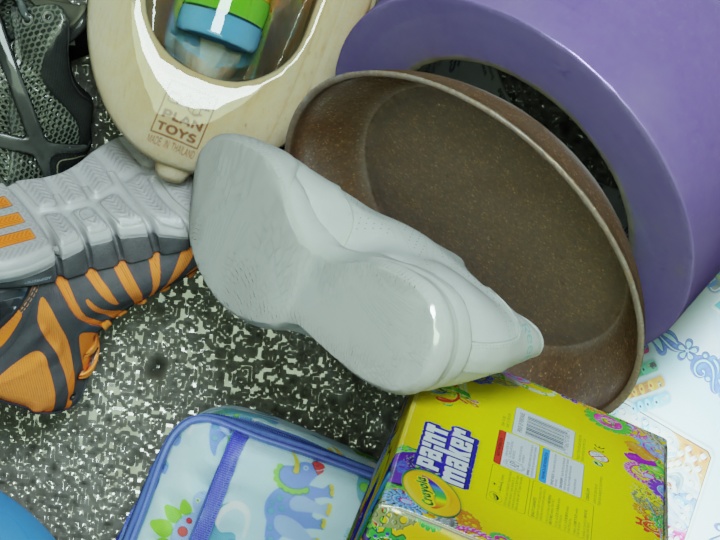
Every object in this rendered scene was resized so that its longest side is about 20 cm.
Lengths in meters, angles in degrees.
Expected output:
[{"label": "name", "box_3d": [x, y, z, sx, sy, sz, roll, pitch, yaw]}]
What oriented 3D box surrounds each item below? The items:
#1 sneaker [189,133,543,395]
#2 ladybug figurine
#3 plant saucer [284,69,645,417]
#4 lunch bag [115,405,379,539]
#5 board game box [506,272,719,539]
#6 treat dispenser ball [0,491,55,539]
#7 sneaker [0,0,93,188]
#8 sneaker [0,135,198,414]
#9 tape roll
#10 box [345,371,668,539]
[{"label": "sneaker", "box_3d": [0.000, 0.000, 1.146, 0.088, 0.200, 0.075, 0, 117, -41]}, {"label": "ladybug figurine", "box_3d": [-0.063, -0.137, 1.233, 0.135, 0.072, 0.200, 23, 83, -6]}, {"label": "plant saucer", "box_3d": [0.054, -0.016, 1.161, 0.200, 0.200, 0.037, 46, 57, -2]}, {"label": "lunch bag", "box_3d": [-0.055, 0.176, 1.252, 0.160, 0.082, 0.200, 24, 91, 1]}, {"label": "board game box", "box_3d": [0.157, 0.111, 1.228, 0.199, 0.043, 0.200, -31, 76, -6]}, {"label": "treat dispenser ball", "box_3d": [-0.218, 0.187, 1.159, 0.200, 0.201, 0.202, 0, 92, -1]}, {"label": "sneaker", "box_3d": [-0.204, -0.122, 1.241, 0.114, 0.076, 0.199, -44, 95, -1]}, {"label": "sneaker", "box_3d": [-0.124, 0.002, 1.250, 0.200, 0.078, 0.112, -13, 135, -25]}, {"label": "tape roll", "box_3d": [0.091, -0.065, 1.177, 0.200, 0.200, 0.085, 46, 57, -2]}, {"label": "box", "box_3d": [0.040, 0.166, 1.088, 0.122, 0.200, 0.193, 22, 107, 0]}]
